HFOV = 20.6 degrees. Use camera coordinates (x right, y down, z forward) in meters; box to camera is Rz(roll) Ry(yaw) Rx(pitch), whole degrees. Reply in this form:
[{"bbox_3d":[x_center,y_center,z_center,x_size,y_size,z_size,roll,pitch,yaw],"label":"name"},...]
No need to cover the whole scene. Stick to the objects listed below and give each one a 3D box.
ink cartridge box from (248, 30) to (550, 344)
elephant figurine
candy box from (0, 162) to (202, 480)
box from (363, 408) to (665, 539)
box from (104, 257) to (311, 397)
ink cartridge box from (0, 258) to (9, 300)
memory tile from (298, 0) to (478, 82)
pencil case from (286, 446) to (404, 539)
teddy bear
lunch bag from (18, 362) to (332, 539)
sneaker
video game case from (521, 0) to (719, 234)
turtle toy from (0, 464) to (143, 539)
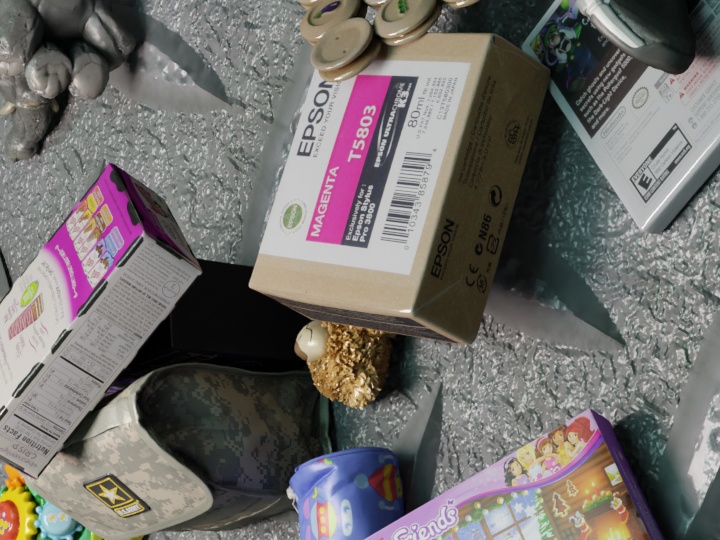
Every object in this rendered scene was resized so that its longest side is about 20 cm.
[{"bbox_3d":[0.026,-0.061,1.364,0.164,0.075,0.201,7,77,44],"label":"ink cartridge box"},{"bbox_3d":[-0.301,-0.205,1.809,0.156,0.141,0.200,-60,20,-17],"label":"elephant figurine"},{"bbox_3d":[-0.210,0.035,1.454,0.200,0.061,0.136,-50,29,8],"label":"candy box"},{"bbox_3d":[0.098,0.198,1.281,0.199,0.039,0.137,-32,60,16],"label":"box"},{"bbox_3d":[-0.153,0.053,1.576,0.200,0.141,0.079,-20,71,46],"label":"box"},{"bbox_3d":[-0.454,0.031,1.888,0.147,0.199,0.083,-47,49,33],"label":"ink cartridge box"},{"bbox_3d":[0.020,-0.220,1.413,0.153,0.017,0.200,-30,37,12],"label":"memory tile"},{"bbox_3d":[-0.007,0.225,1.426,0.086,0.078,0.201,-9,75,18],"label":"pencil case"},{"bbox_3d":[0.000,0.000,1.461,0.145,0.067,0.201,49,119,44],"label":"teddy bear"},{"bbox_3d":[-0.142,0.138,1.505,0.164,0.199,0.118,-23,67,44],"label":"lunch bag"},{"bbox_3d":[0.177,-0.225,1.249,0.116,0.075,0.201,-50,49,30],"label":"sneaker"},{"bbox_3d":[0.204,-0.157,1.281,0.200,0.023,0.182,-53,49,31],"label":"video game case"},{"bbox_3d":[-0.278,0.239,1.724,0.146,0.101,0.201,43,116,44],"label":"turtle toy"}]
